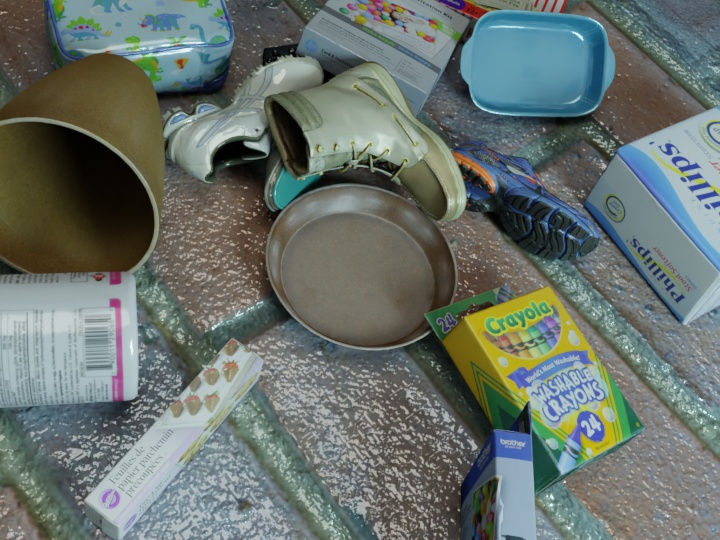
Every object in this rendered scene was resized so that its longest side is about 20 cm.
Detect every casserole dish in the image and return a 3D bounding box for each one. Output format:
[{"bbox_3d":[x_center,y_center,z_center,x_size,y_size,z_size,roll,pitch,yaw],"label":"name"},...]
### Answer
[{"bbox_3d":[0.209,-0.248,1.180,0.198,0.039,0.122,0,99,-14],"label":"casserole dish"}]

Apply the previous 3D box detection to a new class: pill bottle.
[{"bbox_3d":[-0.293,0.060,0.838,0.198,0.114,0.114,-1,57,-14],"label":"pill bottle"}]

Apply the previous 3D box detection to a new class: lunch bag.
[{"bbox_3d":[-0.248,-0.275,1.094,0.198,0.083,0.162,-11,61,-20],"label":"lunch bag"}]

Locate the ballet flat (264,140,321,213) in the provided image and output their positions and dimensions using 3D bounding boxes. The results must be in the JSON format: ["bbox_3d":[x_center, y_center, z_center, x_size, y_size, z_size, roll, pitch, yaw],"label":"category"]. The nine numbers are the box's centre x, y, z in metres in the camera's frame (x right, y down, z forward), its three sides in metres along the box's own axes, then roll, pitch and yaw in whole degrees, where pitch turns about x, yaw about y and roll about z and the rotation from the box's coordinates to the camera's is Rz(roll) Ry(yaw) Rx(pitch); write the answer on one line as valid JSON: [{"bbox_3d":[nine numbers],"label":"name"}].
[{"bbox_3d":[-0.061,-0.133,1.065,0.063,0.068,0.200,14,48,31],"label":"ballet flat"}]

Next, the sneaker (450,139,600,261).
[{"bbox_3d":[0.179,-0.086,1.075,0.199,0.076,0.079,34,52,9],"label":"sneaker"}]

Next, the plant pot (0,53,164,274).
[{"bbox_3d":[-0.265,-0.121,0.942,0.184,0.187,0.201,12,42,-5],"label":"plant pot"}]

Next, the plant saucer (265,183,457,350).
[{"bbox_3d":[0.000,0.000,0.997,0.198,0.035,0.202,6,55,-8],"label":"plant saucer"}]

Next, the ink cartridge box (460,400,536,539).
[{"bbox_3d":[0.114,0.222,0.821,0.042,0.120,0.201,10,54,-4],"label":"ink cartridge box"}]

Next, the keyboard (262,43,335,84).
[{"bbox_3d":[-0.023,-0.267,1.169,0.198,0.040,0.105,-13,61,-22],"label":"keyboard"}]

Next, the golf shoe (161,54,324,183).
[{"bbox_3d":[-0.109,-0.155,1.043,0.199,0.079,0.097,-33,58,-17],"label":"golf shoe"}]

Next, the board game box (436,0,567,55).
[{"bbox_3d":[0.194,-0.363,1.280,0.150,0.046,0.201,23,55,2],"label":"board game box"}]

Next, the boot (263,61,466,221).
[{"bbox_3d":[0.005,-0.116,1.002,0.154,0.072,0.201,-24,74,-38],"label":"boot"}]

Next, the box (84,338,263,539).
[{"bbox_3d":[-0.160,0.144,0.858,0.039,0.042,0.200,33,55,10],"label":"box"}]

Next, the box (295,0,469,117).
[{"bbox_3d":[0.032,-0.275,1.147,0.155,0.041,0.201,29,41,1],"label":"box"}]

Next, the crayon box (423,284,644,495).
[{"bbox_3d":[0.165,0.096,0.937,0.125,0.052,0.201,-17,65,-37],"label":"crayon box"}]

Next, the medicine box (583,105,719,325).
[{"bbox_3d":[0.390,-0.069,1.094,0.199,0.103,0.183,-23,64,-27],"label":"medicine box"}]
